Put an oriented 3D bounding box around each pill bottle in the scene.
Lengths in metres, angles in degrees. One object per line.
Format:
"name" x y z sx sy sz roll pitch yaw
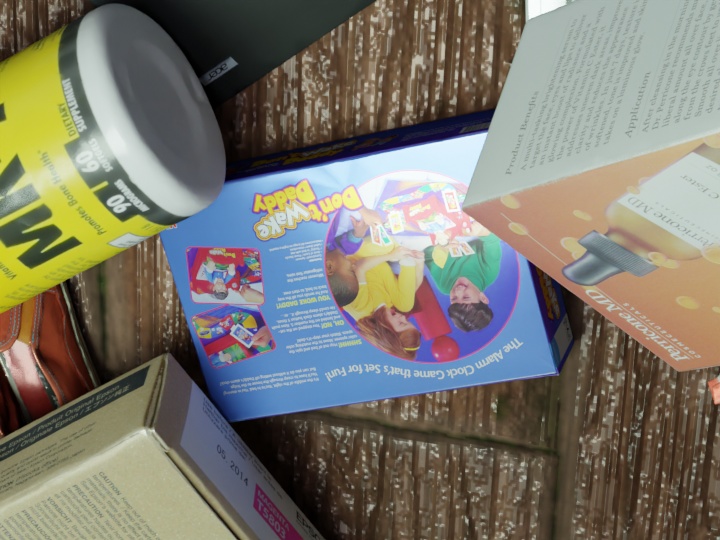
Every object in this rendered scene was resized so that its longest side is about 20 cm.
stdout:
"pill bottle" -0.180 -0.045 0.972 0.199 0.114 0.115 -26 100 20

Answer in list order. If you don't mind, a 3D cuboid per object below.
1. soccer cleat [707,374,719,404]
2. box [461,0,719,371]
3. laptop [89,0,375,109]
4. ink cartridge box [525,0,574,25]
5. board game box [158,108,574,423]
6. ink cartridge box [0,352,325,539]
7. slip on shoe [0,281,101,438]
"soccer cleat" 0.230 0.090 0.938 0.077 0.069 0.201 -24 120 13
"box" 0.170 -0.048 0.794 0.152 0.107 0.199 34 153 -26
"laptop" -0.076 -0.217 0.963 0.177 0.103 0.201 -30 73 25
"ink cartridge box" 0.136 -0.117 0.907 0.108 0.050 0.202 3 109 16
"board game box" 0.000 0.000 1.000 0.199 0.045 0.135 -9 107 21
"ink cartridge box" -0.118 0.165 1.047 0.164 0.075 0.200 -27 117 20
"slip on shoe" -0.204 0.027 1.070 0.074 0.061 0.201 -17 102 25
